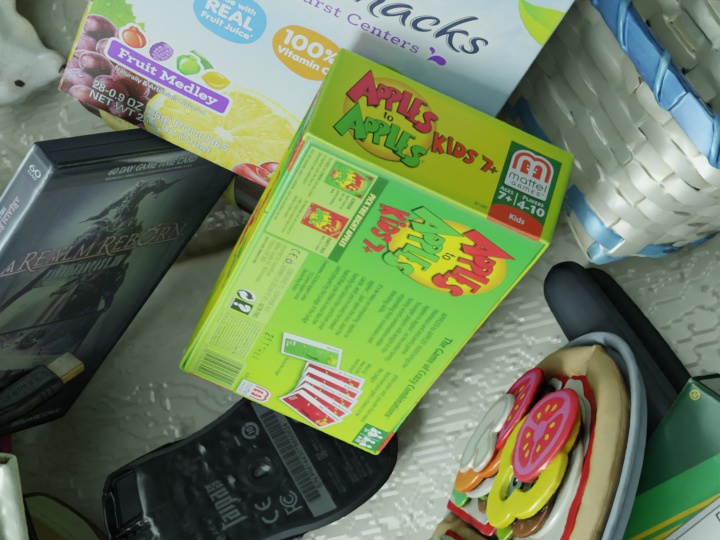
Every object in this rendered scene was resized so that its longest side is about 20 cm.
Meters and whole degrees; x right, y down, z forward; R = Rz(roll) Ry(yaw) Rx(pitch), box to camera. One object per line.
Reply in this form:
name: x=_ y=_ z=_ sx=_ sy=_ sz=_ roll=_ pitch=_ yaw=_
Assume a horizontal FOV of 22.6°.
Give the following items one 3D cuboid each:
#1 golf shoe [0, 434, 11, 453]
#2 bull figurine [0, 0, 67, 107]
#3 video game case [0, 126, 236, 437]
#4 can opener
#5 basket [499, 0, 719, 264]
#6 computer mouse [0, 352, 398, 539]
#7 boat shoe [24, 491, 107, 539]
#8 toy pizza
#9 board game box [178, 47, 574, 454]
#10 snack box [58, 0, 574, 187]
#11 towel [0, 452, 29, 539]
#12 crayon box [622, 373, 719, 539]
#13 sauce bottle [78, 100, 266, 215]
golf shoe: x=-0.230 y=0.057 z=0.927 sx=0.091 sy=0.075 sz=0.200 roll=-1 pitch=89 yaw=51
bull figurine: x=-0.235 y=-0.164 z=0.954 sx=0.200 sy=0.065 sz=0.122 roll=22 pitch=87 yaw=19
video game case: x=-0.141 y=0.012 z=0.820 sx=0.019 sy=0.143 sz=0.200 roll=48 pitch=120 yaw=17
can opener: x=0.141 y=0.077 z=0.784 sx=0.079 sy=0.063 sz=0.200 roll=-35 pitch=73 yaw=13
basket: x=0.150 y=-0.111 z=0.754 sx=0.200 sy=0.139 sz=0.176 roll=-43 pitch=68 yaw=42
computer mouse: x=-0.092 y=0.091 z=0.847 sx=0.200 sy=0.046 sz=0.140 roll=-32 pitch=77 yaw=-17
boat shoe: x=-0.117 y=0.181 z=0.848 sx=0.200 sy=0.076 sz=0.072 roll=26 pitch=117 yaw=25
toy pizza: x=0.054 y=0.113 z=0.748 sx=0.032 sy=0.200 sz=0.200 roll=26 pitch=92 yaw=-11
board game box: x=0.000 y=0.000 z=0.758 sx=0.102 sy=0.200 sz=0.048 roll=24 pitch=56 yaw=-7
snack box: x=-0.013 y=-0.117 z=0.717 sx=0.169 sy=0.200 sz=0.068 roll=24 pitch=48 yaw=-7
towel: x=-0.218 y=0.121 z=0.799 sx=0.192 sy=0.035 sz=0.200 roll=13 pitch=125 yaw=32
crayon box: x=0.170 y=0.167 z=0.701 sx=0.200 sy=0.058 sz=0.173 roll=35 pitch=102 yaw=20
sauce bottle: x=-0.048 y=-0.059 z=0.870 sx=0.200 sy=0.065 sz=0.065 roll=34 pitch=95 yaw=21
